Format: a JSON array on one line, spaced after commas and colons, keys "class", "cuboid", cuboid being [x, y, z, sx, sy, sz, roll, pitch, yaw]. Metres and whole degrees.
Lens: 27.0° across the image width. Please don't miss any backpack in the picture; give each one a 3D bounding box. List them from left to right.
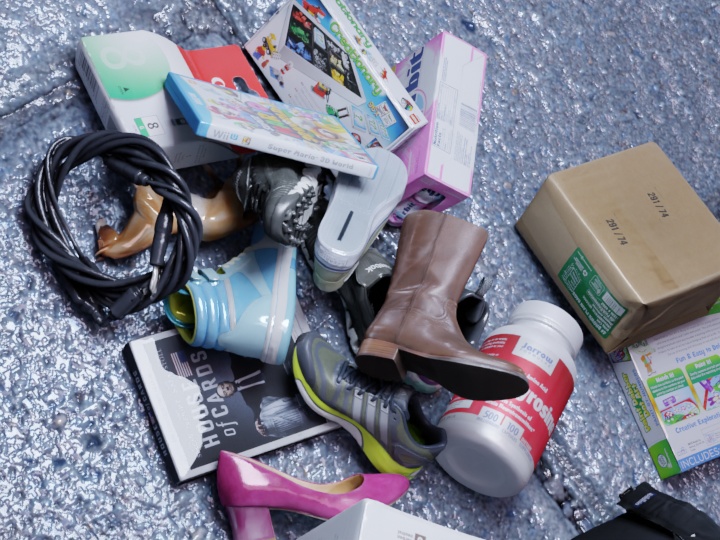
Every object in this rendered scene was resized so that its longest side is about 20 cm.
[{"class": "backpack", "cuboid": [0.296, 0.328, 1.552, 0.199, 0.190, 0.155, -26, 98, -33]}]

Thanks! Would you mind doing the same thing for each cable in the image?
[{"class": "cable", "cuboid": [-0.245, -0.056, 1.472, 0.201, 0.163, 0.051, 60, 18, 16]}]

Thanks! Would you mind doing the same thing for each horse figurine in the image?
[{"class": "horse figurine", "cuboid": [-0.182, -0.074, 1.565, 0.199, 0.050, 0.133, 2, 61, -23]}]

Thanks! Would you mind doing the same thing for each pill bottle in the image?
[{"class": "pill bottle", "cuboid": [0.164, 0.133, 1.614, 0.112, 0.112, 0.201, 37, 57, -8]}]

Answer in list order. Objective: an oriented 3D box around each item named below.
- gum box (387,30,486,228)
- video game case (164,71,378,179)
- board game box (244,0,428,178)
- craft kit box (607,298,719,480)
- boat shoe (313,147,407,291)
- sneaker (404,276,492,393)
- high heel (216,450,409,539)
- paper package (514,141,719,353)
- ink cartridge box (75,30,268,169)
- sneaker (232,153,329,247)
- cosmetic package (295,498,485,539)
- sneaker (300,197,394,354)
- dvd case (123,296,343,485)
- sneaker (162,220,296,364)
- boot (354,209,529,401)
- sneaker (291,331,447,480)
[{"class": "gum box", "cuboid": [0.074, -0.152, 1.685, 0.066, 0.113, 0.201, 24, 59, -27]}, {"class": "video game case", "cuboid": [-0.092, -0.149, 1.539, 0.199, 0.018, 0.143, 12, 22, -27]}, {"class": "board game box", "cuboid": [-0.029, -0.206, 1.652, 0.201, 0.126, 0.035, 55, 38, 3]}, {"class": "craft kit box", "cuboid": [0.399, 0.124, 1.781, 0.199, 0.048, 0.199, -14, 78, -31]}, {"class": "boat shoe", "cuboid": [-0.008, -0.057, 1.561, 0.072, 0.062, 0.200, 28, 41, 3]}, {"class": "sneaker", "cuboid": [0.101, 0.022, 1.612, 0.077, 0.140, 0.201, 12, 64, -22]}, {"class": "high heel", "cuboid": [-0.046, 0.206, 1.497, 0.199, 0.067, 0.097, -12, 94, -18]}, {"class": "paper package", "cuboid": [0.312, -0.030, 1.740, 0.190, 0.104, 0.201, -18, 62, -31]}, {"class": "ink cartridge box", "cuboid": [-0.182, -0.187, 1.590, 0.199, 0.050, 0.162, -14, 59, -28]}, {"class": "sneaker", "cuboid": [-0.089, -0.074, 1.503, 0.090, 0.067, 0.200, 13, 18, 3]}, {"class": "cosmetic package", "cuboid": [0.021, 0.334, 1.401, 0.164, 0.200, 0.166, 22, 61, -17]}, {"class": "sneaker", "cuboid": [0.000, 0.000, 1.600, 0.066, 0.090, 0.201, -20, 79, -33]}, {"class": "dvd case", "cuboid": [-0.125, 0.118, 1.526, 0.199, 0.025, 0.151, -16, 76, -32]}, {"class": "sneaker", "cuboid": [-0.133, 0.007, 1.524, 0.129, 0.080, 0.201, 8, 37, -9]}, {"class": "boot", "cuboid": [0.105, 0.026, 1.514, 0.185, 0.064, 0.201, 11, 55, 18]}, {"class": "sneaker", "cuboid": [0.012, 0.129, 1.533, 0.200, 0.081, 0.074, 43, 39, -18]}]
